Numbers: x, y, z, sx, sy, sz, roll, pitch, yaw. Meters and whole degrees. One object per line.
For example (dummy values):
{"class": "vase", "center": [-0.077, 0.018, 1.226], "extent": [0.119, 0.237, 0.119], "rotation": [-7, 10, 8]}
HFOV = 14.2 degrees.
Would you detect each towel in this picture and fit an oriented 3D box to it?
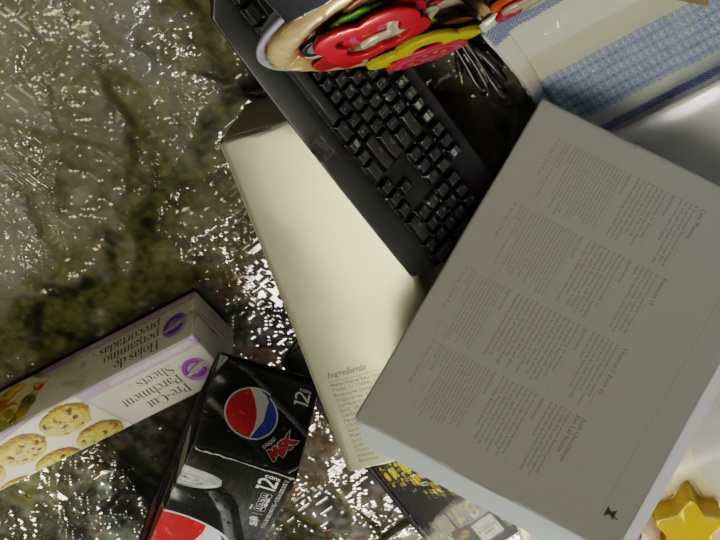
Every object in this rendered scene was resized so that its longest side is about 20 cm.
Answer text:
{"class": "towel", "center": [0.167, -0.106, 1.525], "extent": [0.146, 0.024, 0.200], "rotation": [-27, 128, 20]}

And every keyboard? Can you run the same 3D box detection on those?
{"class": "keyboard", "center": [0.014, -0.104, 1.479], "extent": [0.021, 0.127, 0.200], "rotation": [3, 139, 51]}

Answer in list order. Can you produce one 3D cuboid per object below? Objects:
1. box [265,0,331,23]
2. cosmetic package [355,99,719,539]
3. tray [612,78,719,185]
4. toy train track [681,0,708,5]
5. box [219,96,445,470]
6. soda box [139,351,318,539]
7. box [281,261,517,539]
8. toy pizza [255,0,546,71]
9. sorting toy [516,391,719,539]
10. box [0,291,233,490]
{"class": "box", "center": [-0.036, -0.237, 1.293], "extent": [0.104, 0.201, 0.148], "rotation": [-29, 125, 24]}
{"class": "cosmetic package", "center": [0.112, 0.033, 1.478], "extent": [0.150, 0.201, 0.052], "rotation": [27, 165, 17]}
{"class": "tray", "center": [0.208, -0.001, 1.531], "extent": [0.107, 0.022, 0.201], "rotation": [-26, 98, 34]}
{"class": "toy train track", "center": [0.210, -0.167, 1.421], "extent": [0.199, 0.033, 0.115], "rotation": [12, 155, 6]}
{"class": "box", "center": [0.000, 0.000, 1.547], "extent": [0.082, 0.068, 0.201], "rotation": [-14, 108, 16]}
{"class": "soda box", "center": [-0.082, 0.131, 1.673], "extent": [0.063, 0.071, 0.200], "rotation": [18, 145, -6]}
{"class": "box", "center": [0.079, 0.054, 1.615], "extent": [0.200, 0.049, 0.161], "rotation": [-35, 100, 28]}
{"class": "toy pizza", "center": [0.045, -0.132, 1.371], "extent": [0.199, 0.032, 0.200], "rotation": [-23, 171, -4]}
{"class": "sorting toy", "center": [0.173, 0.114, 1.540], "extent": [0.179, 0.107, 0.201], "rotation": [-16, 114, 7]}
{"class": "box", "center": [-0.165, 0.076, 1.681], "extent": [0.199, 0.039, 0.041], "rotation": [-26, 127, 22]}
